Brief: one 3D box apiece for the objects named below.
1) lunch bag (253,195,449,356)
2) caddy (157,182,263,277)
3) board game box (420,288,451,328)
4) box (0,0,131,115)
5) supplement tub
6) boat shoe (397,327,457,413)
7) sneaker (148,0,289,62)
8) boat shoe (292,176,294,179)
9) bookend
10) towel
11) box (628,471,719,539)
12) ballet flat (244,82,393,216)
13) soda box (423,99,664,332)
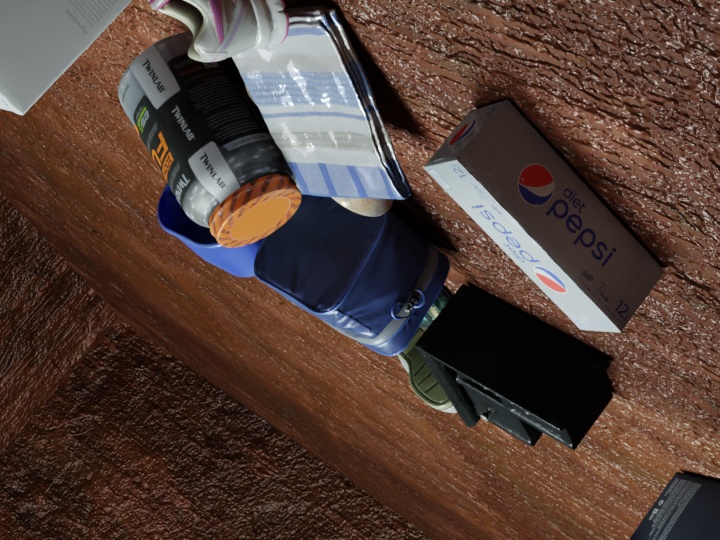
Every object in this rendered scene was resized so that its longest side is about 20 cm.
[{"bbox_3d":[0.000,0.000,1.326,0.132,0.136,0.200,34,178,-40],"label":"lunch bag"},{"bbox_3d":[-0.160,-0.082,1.490,0.200,0.142,0.105,23,163,46],"label":"caddy"},{"bbox_3d":[0.039,0.017,1.505,0.135,0.028,0.200,47,164,-21],"label":"board game box"},{"bbox_3d":[-0.336,-0.269,1.252,0.152,0.200,0.106,17,154,54],"label":"box"},{"bbox_3d":[-0.148,-0.130,1.242,0.200,0.122,0.123,57,171,19],"label":"supplement tub"},{"bbox_3d":[0.097,0.124,1.556,0.068,0.075,0.200,44,-173,-30],"label":"boat shoe"},{"bbox_3d":[-0.143,-0.256,0.997,0.200,0.088,0.081,58,163,-5],"label":"sneaker"},{"bbox_3d":[-0.078,-0.119,1.327,0.064,0.071,0.200,44,157,-20],"label":"boat shoe"},{"bbox_3d":[0.188,0.137,1.365,0.199,0.092,0.200,29,163,35],"label":"bookend"},{"bbox_3d":[-0.043,-0.145,1.110,0.147,0.024,0.200,6,134,41],"label":"towel"},{"bbox_3d":[0.424,0.327,1.316,0.200,0.104,0.182,44,166,-16],"label":"box"},{"bbox_3d":[-0.031,-0.127,1.188,0.200,0.068,0.067,43,158,-18],"label":"ballet flat"},{"bbox_3d":[0.148,-0.041,0.988,0.200,0.068,0.063,44,164,-16],"label":"soda box"}]
